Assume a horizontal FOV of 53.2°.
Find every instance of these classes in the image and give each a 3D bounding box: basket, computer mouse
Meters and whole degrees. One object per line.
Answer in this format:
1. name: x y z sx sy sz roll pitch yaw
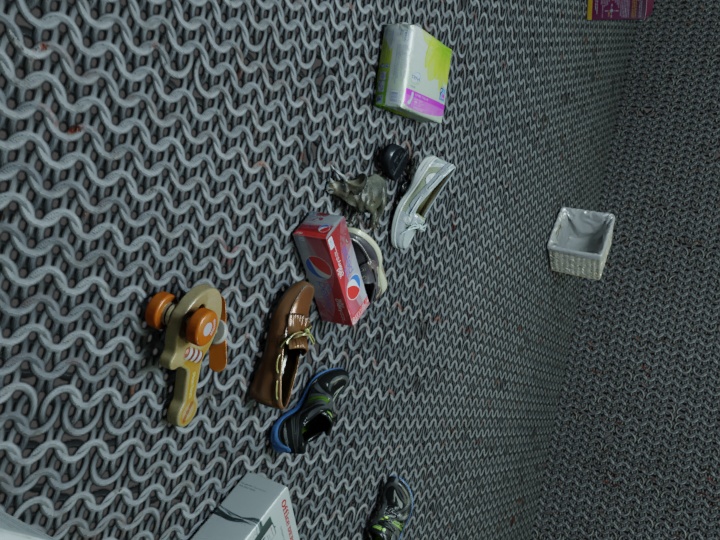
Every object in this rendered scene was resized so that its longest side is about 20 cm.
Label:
1. basket: 0.797 -0.097 2.591 0.199 0.199 0.161 -62 149 -28
2. computer mouse: 0.075 -0.193 1.415 0.059 0.034 0.200 -59 155 -9

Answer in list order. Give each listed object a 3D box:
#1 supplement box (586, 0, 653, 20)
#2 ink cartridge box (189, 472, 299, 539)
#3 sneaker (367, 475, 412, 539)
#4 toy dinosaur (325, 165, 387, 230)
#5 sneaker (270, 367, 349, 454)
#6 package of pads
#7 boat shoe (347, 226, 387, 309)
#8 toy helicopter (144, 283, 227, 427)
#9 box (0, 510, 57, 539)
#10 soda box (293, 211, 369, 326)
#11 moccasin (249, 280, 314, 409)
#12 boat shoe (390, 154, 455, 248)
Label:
1. supplement box: 0.905 -0.936 2.504 0.131 0.199 0.104 -42 134 -47
2. ink cartridge box: -0.183 0.431 1.088 0.200 0.083 0.147 -47 139 -46
3. sneaker: 0.062 0.553 1.577 0.083 0.070 0.201 23 81 -67
4. toy dinosaur: 0.019 -0.131 1.280 0.200 0.077 0.103 -15 119 -56
5. sneaker: -0.072 0.244 1.231 0.200 0.082 0.071 -46 138 -46
6. package of pads: 0.104 -0.371 1.363 0.200 0.068 0.155 -5 104 -61
7. boat shoe: 0.000 0.000 1.296 0.200 0.072 0.065 70 36 -52
8. toy helicopter: -0.220 0.112 0.950 0.132 0.079 0.201 -32 138 -65
9. box: -0.377 0.248 0.550 0.172 0.198 0.200 -66 149 -22
10. soda box: -0.047 0.000 1.207 0.063 0.070 0.201 -55 143 -38
11. moccasin: -0.109 0.115 1.123 0.074 0.077 0.202 45 60 -57
12. boat shoe: 0.122 -0.132 1.451 0.203 0.065 0.074 -64 156 2
